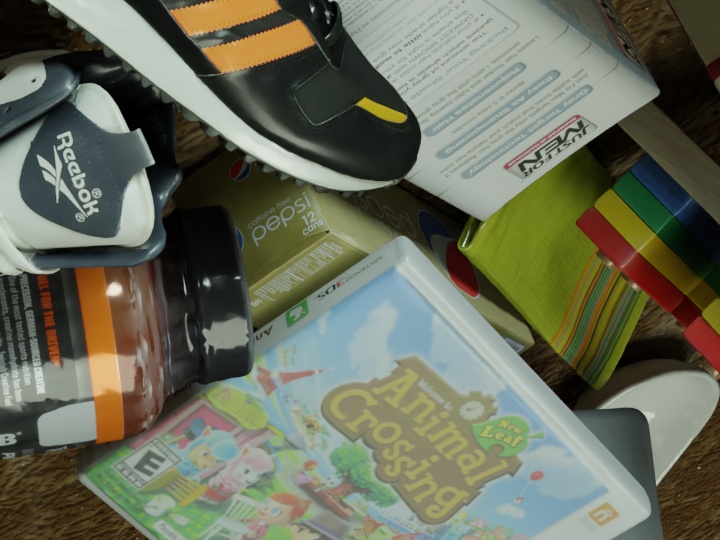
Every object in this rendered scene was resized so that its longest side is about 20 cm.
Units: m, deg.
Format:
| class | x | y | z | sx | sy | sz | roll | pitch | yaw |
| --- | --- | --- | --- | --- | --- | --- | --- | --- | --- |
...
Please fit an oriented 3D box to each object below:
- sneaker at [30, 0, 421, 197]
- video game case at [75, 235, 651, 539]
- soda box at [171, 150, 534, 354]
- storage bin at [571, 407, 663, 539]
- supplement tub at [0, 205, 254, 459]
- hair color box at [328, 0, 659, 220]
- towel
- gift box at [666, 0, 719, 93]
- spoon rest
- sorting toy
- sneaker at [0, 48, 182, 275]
| class | x | y | z | sx | sy | sz | roll | pitch | yaw |
| --- | --- | --- | --- | --- | --- | --- | --- | --- | --- |
| sneaker | -0.042 | -0.104 | 0.814 | 0.200 | 0.070 | 0.090 | 34 | 113 | -23 |
| video game case | 0.004 | 0.097 | 1.068 | 0.182 | 0.022 | 0.200 | -34 | 124 | 15 |
| soda box | 0.000 | 0.000 | 1.083 | 0.064 | 0.068 | 0.200 | -34 | 150 | 17 |
| storage bin | 0.057 | 0.116 | 1.212 | 0.200 | 0.146 | 0.134 | -1 | 165 | -16 |
| supplement tub | -0.146 | 0.023 | 0.942 | 0.200 | 0.107 | 0.107 | -9 | 149 | -9 |
| hair color box | 0.028 | -0.095 | 0.955 | 0.099 | 0.061 | 0.200 | -36 | 149 | 19 |
| towel | 0.103 | -0.010 | 1.149 | 0.086 | 0.018 | 0.200 | -65 | 151 | -11 |
| gift box | 0.269 | -0.083 | 1.027 | 0.187 | 0.200 | 0.185 | -35 | 155 | 14 |
| spoon rest | 0.144 | 0.119 | 1.401 | 0.099 | 0.061 | 0.200 | -7 | 148 | -30 |
| sorting toy | 0.195 | 0.026 | 1.128 | 0.070 | 0.200 | 0.199 | -45 | 148 | 6 |
| sneaker | -0.134 | -0.022 | 0.822 | 0.130 | 0.080 | 0.199 | -8 | -162 | 47 |
